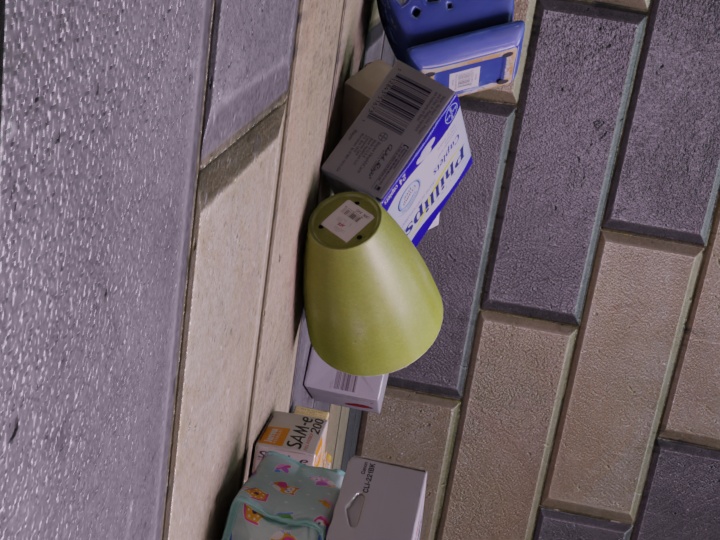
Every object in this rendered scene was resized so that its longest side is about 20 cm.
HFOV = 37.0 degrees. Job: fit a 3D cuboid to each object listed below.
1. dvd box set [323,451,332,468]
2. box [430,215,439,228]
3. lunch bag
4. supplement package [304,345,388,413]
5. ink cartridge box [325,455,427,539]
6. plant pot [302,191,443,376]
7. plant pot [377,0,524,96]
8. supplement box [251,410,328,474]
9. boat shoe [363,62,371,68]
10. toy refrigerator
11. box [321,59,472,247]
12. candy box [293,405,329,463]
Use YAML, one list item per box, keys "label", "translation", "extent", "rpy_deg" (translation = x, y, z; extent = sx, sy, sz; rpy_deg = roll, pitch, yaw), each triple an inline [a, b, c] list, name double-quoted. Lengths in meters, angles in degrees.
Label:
- label: "dvd box set"
  translation: [-0.090, 0.440, 2.015]
  extent: [0.146, 0.029, 0.202]
  rpy_deg: [79, 22, -77]
- label: "box"
  translation: [0.064, -0.179, 1.750]
  extent: [0.200, 0.036, 0.145]
  rpy_deg: [48, -33, 35]
- label: "lunch bag"
  translation: [-0.088, 0.313, 1.109]
  extent: [0.170, 0.121, 0.202]
  rpy_deg: [-40, 144, -80]
- label: "supplement package"
  translation: [-0.015, 0.152, 1.731]
  extent: [0.200, 0.120, 0.121]
  rpy_deg: [80, 21, -77]
- label: "ink cartridge box"
  translation: [0.010, 0.310, 1.079]
  extent: [0.145, 0.083, 0.202]
  rpy_deg: [-71, 166, -53]
- label: "plant pot"
  translation: [0.000, 0.000, 1.367]
  extent: [0.201, 0.185, 0.188]
  rpy_deg: [72, 24, -49]
- label: "plant pot"
  translation: [0.137, -0.364, 1.587]
  extent: [0.200, 0.198, 0.182]
  rpy_deg: [71, 5, -78]
- label: "supplement box"
  translation: [-0.093, 0.285, 1.288]
  extent: [0.126, 0.073, 0.202]
  rpy_deg: [-65, 164, -77]
- label: "boat shoe"
  translation: [0.048, -0.231, 1.632]
  extent: [0.201, 0.075, 0.072]
  rpy_deg: [60, -3, 23]
- label: "toy refrigerator"
  translation: [0.020, -0.194, 1.553]
  extent: [0.076, 0.070, 0.201]
  rpy_deg: [-40, 153, -32]
- label: "box"
  translation: [0.056, -0.144, 1.465]
  extent: [0.185, 0.104, 0.200]
  rpy_deg: [-55, 159, -11]
- label: "candy box"
  translation: [-0.090, 0.295, 1.475]
  extent: [0.201, 0.055, 0.116]
  rpy_deg: [-75, 173, -56]
